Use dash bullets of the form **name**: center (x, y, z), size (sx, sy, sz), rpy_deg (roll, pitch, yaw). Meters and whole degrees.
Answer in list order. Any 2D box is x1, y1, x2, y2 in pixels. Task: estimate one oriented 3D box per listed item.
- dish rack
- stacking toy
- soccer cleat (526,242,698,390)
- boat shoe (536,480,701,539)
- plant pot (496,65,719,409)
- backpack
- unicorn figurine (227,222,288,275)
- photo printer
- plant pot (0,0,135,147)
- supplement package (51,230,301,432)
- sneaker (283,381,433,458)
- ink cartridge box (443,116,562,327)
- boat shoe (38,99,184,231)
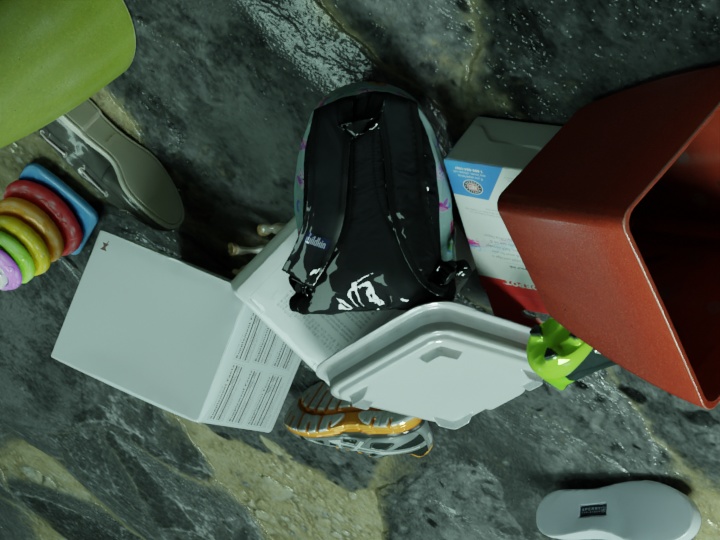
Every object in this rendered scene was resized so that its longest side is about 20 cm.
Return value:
- **dish rack**: center (0.078, 0.097, 1.563), size (0.200, 0.044, 0.171), rpy_deg (17, 142, -43)
- **stacking toy**: center (-0.403, -0.017, 1.921), size (0.110, 0.200, 0.116), rpy_deg (38, 147, -3)
- **soccer cleat**: center (0.240, 0.040, 1.486), size (0.200, 0.068, 0.081), rpy_deg (-29, 144, 11)
- **boat shoe**: center (0.283, 0.268, 1.780), size (0.200, 0.071, 0.070), rpy_deg (-11, 151, 43)
- **plant pot**: center (0.233, -0.037, 1.359), size (0.176, 0.200, 0.200), rpy_deg (11, 139, 48)
- **backpack**: center (0.006, -0.067, 1.506), size (0.166, 0.127, 0.201), rpy_deg (-5, 100, -5)
- **unicorn figurine**: center (-0.049, -0.017, 1.710), size (0.200, 0.137, 0.074), rpy_deg (14, 105, 63)
- **photo printer**: center (0.000, 0.000, 1.616), size (0.166, 0.200, 0.069), rpy_deg (43, -172, -5)
- **plant pot**: center (-0.356, -0.206, 1.659), size (0.187, 0.200, 0.187), rpy_deg (24, 144, 19)
- **supplement package**: center (-0.186, 0.070, 1.805), size (0.191, 0.147, 0.200), rpy_deg (22, 179, 21)
- **sneaker**: center (-0.004, 0.178, 1.912), size (0.200, 0.078, 0.077), rpy_deg (2, 139, 39)
- **ink cartridge box**: center (0.161, -0.036, 1.518), size (0.116, 0.067, 0.200), rpy_deg (11, 138, 33)
- **boat shoe**: center (-0.271, -0.114, 1.807), size (0.200, 0.067, 0.057), rpy_deg (47, 135, -3)
